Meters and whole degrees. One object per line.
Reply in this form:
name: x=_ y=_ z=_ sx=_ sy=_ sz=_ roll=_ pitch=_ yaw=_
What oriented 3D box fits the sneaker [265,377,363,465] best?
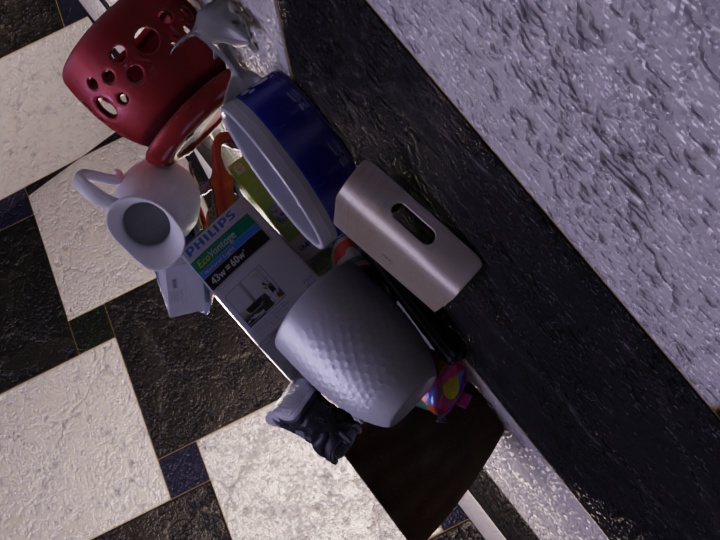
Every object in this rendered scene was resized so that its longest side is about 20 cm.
sneaker: x=-0.063 y=0.206 z=1.335 sx=0.114 sy=0.076 sz=0.200 roll=40 pitch=167 yaw=-2

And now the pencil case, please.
pencil case: x=0.050 y=0.136 z=1.351 sx=0.198 sy=0.089 sz=0.089 roll=18 pitch=153 yaw=34

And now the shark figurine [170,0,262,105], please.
shark figurine: x=-0.176 y=-0.261 z=1.154 sx=0.129 sy=0.089 sz=0.215 roll=53 pitch=171 yaw=7

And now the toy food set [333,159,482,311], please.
toy food set: x=0.046 y=-0.033 z=0.976 sx=0.143 sy=0.061 sz=0.200 roll=41 pitch=173 yaw=3

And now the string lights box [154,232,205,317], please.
string lights box: x=-0.292 y=-0.038 z=1.519 sx=0.104 sy=0.058 sz=0.201 roll=96 pitch=155 yaw=-44

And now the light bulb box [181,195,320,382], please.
light bulb box: x=-0.126 y=0.036 z=1.412 sx=0.200 sy=0.125 sz=0.199 roll=46 pitch=173 yaw=28

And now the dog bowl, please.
dog bowl: x=-0.075 y=-0.128 z=1.159 sx=0.201 sy=0.079 sz=0.200 roll=52 pitch=172 yaw=10

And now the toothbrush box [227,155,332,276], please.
toothbrush box: x=-0.099 y=-0.083 z=1.507 sx=0.200 sy=0.086 sz=0.146 roll=49 pitch=173 yaw=17

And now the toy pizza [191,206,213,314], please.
toy pizza: x=-0.254 y=-0.032 z=1.554 sx=0.200 sy=0.031 sz=0.203 roll=168 pitch=90 yaw=-72

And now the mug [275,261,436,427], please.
mug: x=0.000 y=0.116 z=1.260 sx=0.175 sy=0.147 sz=0.201 roll=43 pitch=150 yaw=16

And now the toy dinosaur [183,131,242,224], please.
toy dinosaur: x=-0.204 y=-0.120 z=1.578 sx=0.200 sy=0.104 sz=0.184 roll=42 pitch=138 yaw=49

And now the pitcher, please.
pitcher: x=-0.305 y=-0.099 z=1.370 sx=0.171 sy=0.121 sz=0.200 roll=40 pitch=-166 yaw=-15

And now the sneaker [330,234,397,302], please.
sneaker: x=0.000 y=0.000 z=1.407 sx=0.200 sy=0.070 sz=0.094 roll=65 pitch=-176 yaw=-67

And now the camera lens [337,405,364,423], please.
camera lens: x=0.041 y=0.185 z=1.581 sx=0.161 sy=0.159 sz=0.200 roll=53 pitch=173 yaw=-1

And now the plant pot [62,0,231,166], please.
plant pot: x=-0.268 y=-0.259 z=1.343 sx=0.182 sy=0.201 sz=0.200 roll=45 pitch=173 yaw=-4

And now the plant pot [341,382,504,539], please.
plant pot: x=0.096 y=0.251 z=1.383 sx=0.188 sy=0.199 sz=0.187 roll=51 pitch=172 yaw=10

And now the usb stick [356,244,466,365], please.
usb stick: x=0.063 y=0.034 z=1.237 sx=0.201 sy=0.032 sz=0.055 roll=52 pitch=180 yaw=8
